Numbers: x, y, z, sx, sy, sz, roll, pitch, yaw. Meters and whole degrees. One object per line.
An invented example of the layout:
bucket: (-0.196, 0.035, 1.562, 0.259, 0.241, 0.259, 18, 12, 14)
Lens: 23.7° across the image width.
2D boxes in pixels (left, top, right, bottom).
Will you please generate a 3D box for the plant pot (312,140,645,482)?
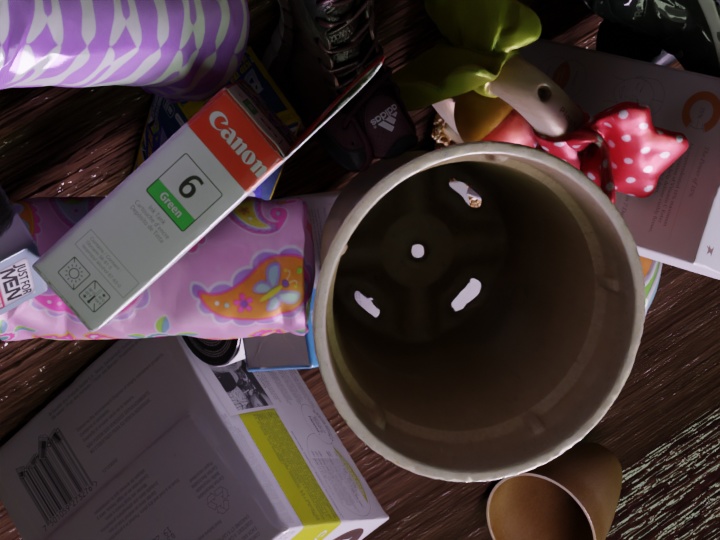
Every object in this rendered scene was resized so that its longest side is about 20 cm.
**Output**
plant pot: (0.053, 0.007, 1.075, 0.199, 0.201, 0.184, -34, -163, -2)

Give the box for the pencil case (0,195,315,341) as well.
pencil case: (-0.125, -0.001, 1.004, 0.197, 0.088, 0.088, -2, 156, -4)

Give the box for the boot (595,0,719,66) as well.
boot: (0.296, -0.205, 1.307, 0.167, 0.077, 0.201, 17, 122, -39)

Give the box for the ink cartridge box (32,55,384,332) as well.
ink cartridge box: (-0.075, -0.058, 0.896, 0.200, 0.050, 0.109, -43, -175, 6)

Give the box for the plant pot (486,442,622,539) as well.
plant pot: (0.321, 0.352, 2.645, 0.200, 0.187, 0.187, -33, 166, -50)

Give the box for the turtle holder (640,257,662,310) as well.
turtle holder: (0.230, 0.005, 1.679, 0.132, 0.140, 0.186, -50, 153, -7)

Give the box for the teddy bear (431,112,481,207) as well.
teddy bear: (0.091, -0.090, 1.344, 0.145, 0.067, 0.200, -47, 157, -6)

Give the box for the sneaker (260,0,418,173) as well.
sneaker: (0.002, -0.128, 0.995, 0.075, 0.116, 0.200, -28, 160, -18)

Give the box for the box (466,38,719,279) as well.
box: (0.194, -0.079, 1.217, 0.097, 0.199, 0.126, 17, 92, -50)

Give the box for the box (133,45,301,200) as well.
box: (-0.102, -0.049, 1.089, 0.070, 0.065, 0.201, -24, 158, -29)

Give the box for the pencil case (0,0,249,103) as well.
pencil case: (-0.140, -0.117, 0.825, 0.199, 0.084, 0.086, -9, 129, -52)

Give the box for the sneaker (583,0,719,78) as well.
sneaker: (0.194, -0.196, 1.178, 0.087, 0.076, 0.201, -21, 133, 11)

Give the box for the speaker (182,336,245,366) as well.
speaker: (-0.041, 0.006, 1.299, 0.199, 0.082, 0.081, -20, 156, -41)

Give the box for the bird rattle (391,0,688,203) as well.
bird rattle: (0.111, -0.110, 1.142, 0.114, 0.199, 0.163, -62, -167, -10)

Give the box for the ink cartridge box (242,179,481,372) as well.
ink cartridge box: (0.000, 0.000, 1.231, 0.067, 0.117, 0.199, -7, -179, 41)

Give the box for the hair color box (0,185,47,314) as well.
hair color box: (-0.272, 0.008, 0.875, 0.199, 0.099, 0.061, -30, 159, -17)

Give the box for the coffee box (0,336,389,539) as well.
coffee box: (-0.134, 0.175, 1.358, 0.199, 0.201, 0.197, -40, 161, 15)
